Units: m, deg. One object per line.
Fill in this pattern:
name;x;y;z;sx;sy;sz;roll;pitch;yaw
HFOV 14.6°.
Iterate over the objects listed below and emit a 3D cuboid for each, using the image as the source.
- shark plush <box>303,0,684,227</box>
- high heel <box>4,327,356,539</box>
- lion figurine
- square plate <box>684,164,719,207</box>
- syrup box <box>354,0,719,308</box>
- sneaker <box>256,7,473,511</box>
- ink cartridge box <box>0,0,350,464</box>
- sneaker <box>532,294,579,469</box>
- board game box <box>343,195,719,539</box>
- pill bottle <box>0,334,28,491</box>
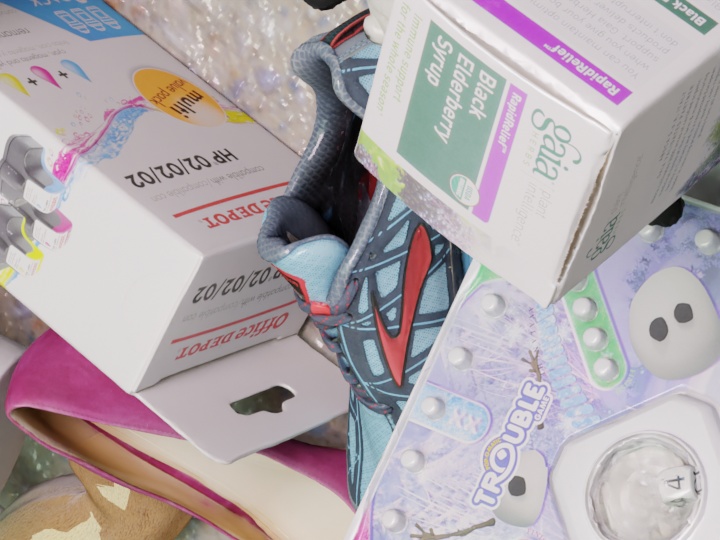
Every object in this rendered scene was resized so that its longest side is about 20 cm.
shark plush;0.053;-0.086;0.919;0.200;0.091;0.083;22;76;21
high heel;-0.044;0.090;1.056;0.200;0.096;0.067;47;125;-4
lion figurine;-0.120;0.107;1.148;0.200;0.072;0.123;-43;82;32
square plate;0.169;-0.039;0.933;0.198;0.028;0.200;-14;95;37
syrup box;0.094;-0.085;0.822;0.081;0.200;0.079;39;144;19
sneaker;0.000;0.000;1.011;0.079;0.095;0.200;23;114;53
ink cartridge box;-0.082;-0.023;1.055;0.200;0.115;0.068;39;118;19
sneaker;0.074;0.100;1.017;0.088;0.075;0.200;3;106;46
board game box;0.093;0.073;0.917;0.200;0.026;0.200;21;83;32
pill bottle;-0.230;0.031;1.086;0.200;0.112;0.112;23;116;9
